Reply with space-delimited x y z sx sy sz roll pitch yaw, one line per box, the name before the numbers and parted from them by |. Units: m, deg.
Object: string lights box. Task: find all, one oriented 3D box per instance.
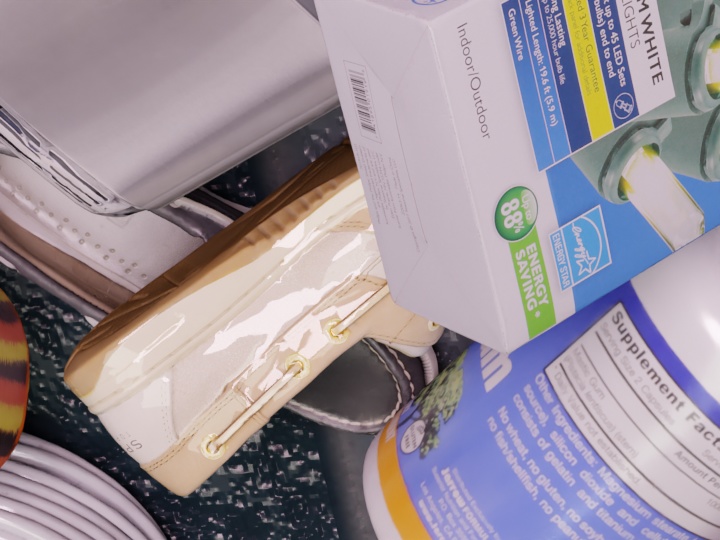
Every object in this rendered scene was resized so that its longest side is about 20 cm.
string lights box | 0.090 -0.071 0.688 0.059 0.199 0.103 24 137 51

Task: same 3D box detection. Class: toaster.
toaster | -0.065 -0.104 0.711 0.129 0.114 0.200 -30 120 30

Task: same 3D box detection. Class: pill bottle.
pill bottle | 0.103 0.038 0.788 0.112 0.112 0.200 40 116 -12

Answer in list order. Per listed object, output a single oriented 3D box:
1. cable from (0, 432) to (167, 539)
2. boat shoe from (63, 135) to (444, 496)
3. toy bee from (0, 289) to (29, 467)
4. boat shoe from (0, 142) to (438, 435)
cable | -0.160 0.153 0.932 0.199 0.069 0.201 12 121 1
boat shoe | 0.000 0.000 0.783 0.199 0.074 0.069 -34 102 0
toy bee | -0.187 -0.019 0.820 0.199 0.131 0.109 30 92 1
boat shoe | -0.061 0.002 0.833 0.200 0.060 0.074 39 119 -12
